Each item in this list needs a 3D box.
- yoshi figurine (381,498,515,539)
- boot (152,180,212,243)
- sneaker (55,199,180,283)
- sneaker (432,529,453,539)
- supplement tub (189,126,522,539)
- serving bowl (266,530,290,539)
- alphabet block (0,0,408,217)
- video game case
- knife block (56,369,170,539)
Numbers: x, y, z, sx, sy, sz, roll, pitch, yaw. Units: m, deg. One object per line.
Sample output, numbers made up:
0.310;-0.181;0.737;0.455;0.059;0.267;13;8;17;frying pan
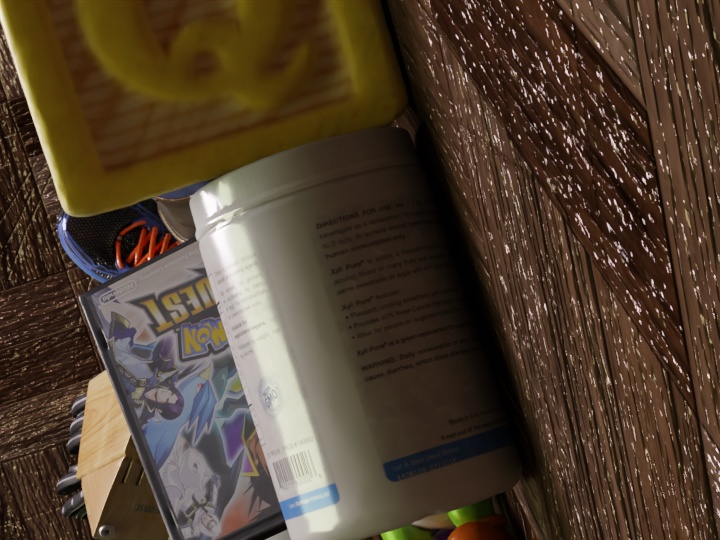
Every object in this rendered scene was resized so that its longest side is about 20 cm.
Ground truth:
0.020;0.095;1.270;0.112;0.112;0.201;101;154;-63;yoshi figurine
-0.103;-0.062;1.350;0.097;0.075;0.200;45;167;-29;boot
-0.117;-0.002;1.461;0.076;0.199;0.078;-66;10;-3;sneaker
0.023;0.102;1.461;0.200;0.077;0.140;-128;21;-50;sneaker
-0.003;0.038;1.117;0.132;0.131;0.201;110;144;-82;supplement tub
-0.056;0.137;1.385;0.200;0.065;0.201;-4;-90;-83;serving bowl
-0.101;-0.159;1.168;0.200;0.196;0.196;-128;19;-77;alphabet block
-0.048;0.055;1.238;0.181;0.199;0.025;67;-168;14;video game case
-0.145;0.093;1.391;0.176;0.064;0.201;-115;41;-56;knife block
